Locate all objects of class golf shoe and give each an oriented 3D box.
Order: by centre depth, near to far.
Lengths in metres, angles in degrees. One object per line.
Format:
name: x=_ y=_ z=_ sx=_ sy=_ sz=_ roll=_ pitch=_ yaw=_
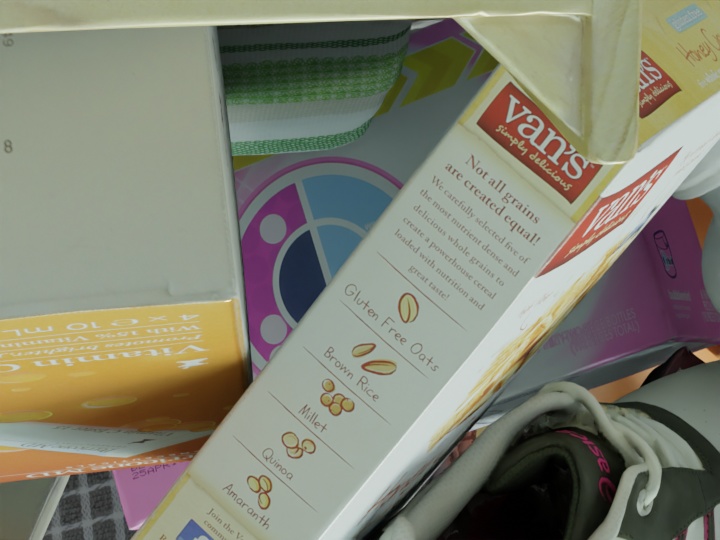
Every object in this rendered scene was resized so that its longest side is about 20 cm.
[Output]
golf shoe: x=0.066 y=0.065 z=0.635 sx=0.077 sy=0.088 sz=0.200 roll=37 pitch=-135 yaw=23

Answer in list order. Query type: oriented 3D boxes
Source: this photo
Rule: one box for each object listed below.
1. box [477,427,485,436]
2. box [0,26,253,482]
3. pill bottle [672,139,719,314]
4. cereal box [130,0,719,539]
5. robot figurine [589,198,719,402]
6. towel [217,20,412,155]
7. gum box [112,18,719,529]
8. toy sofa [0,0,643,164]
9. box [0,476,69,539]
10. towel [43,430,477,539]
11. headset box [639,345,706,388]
box: x=0.091 y=0.040 z=1.170 sx=0.021 sy=0.200 sz=0.163 roll=-28 pitch=-168 yaw=-32
box: x=-0.090 y=-0.013 z=0.571 sx=0.124 sy=0.098 sz=0.200 roll=-6 pitch=168 yaw=-2
pill bottle: x=0.163 y=0.000 z=0.669 sx=0.111 sy=0.200 sz=0.111 roll=-46 pitch=-171 yaw=9
cereal box: x=0.017 y=0.016 z=0.588 sx=0.200 sy=0.040 sz=0.144 roll=-51 pitch=172 yaw=28
robot figurine: x=0.090 y=-0.009 z=0.898 sx=0.116 sy=0.144 sz=0.200 roll=-18 pitch=-171 yaw=8
towel: x=-0.060 y=-0.066 z=0.643 sx=0.149 sy=0.031 sz=0.200 roll=-5 pitch=168 yaw=-7
gum box: x=0.000 y=0.000 z=0.784 sx=0.200 sy=0.114 sz=0.066 roll=-21 pitch=170 yaw=21
toy sofa: x=-0.053 y=-0.070 z=0.416 sx=0.200 sy=0.098 sz=0.083 roll=-4 pitch=-160 yaw=-10
box: x=-0.188 y=0.046 z=0.733 sx=0.200 sy=0.109 sz=0.128 roll=25 pitch=-144 yaw=-5
towel: x=-0.050 y=0.042 z=0.904 sx=0.165 sy=0.200 sz=0.086 roll=-16 pitch=154 yaw=22
headset box: x=0.113 y=0.131 z=0.736 sx=0.200 sy=0.149 sz=0.077 roll=36 pitch=168 yaw=5
